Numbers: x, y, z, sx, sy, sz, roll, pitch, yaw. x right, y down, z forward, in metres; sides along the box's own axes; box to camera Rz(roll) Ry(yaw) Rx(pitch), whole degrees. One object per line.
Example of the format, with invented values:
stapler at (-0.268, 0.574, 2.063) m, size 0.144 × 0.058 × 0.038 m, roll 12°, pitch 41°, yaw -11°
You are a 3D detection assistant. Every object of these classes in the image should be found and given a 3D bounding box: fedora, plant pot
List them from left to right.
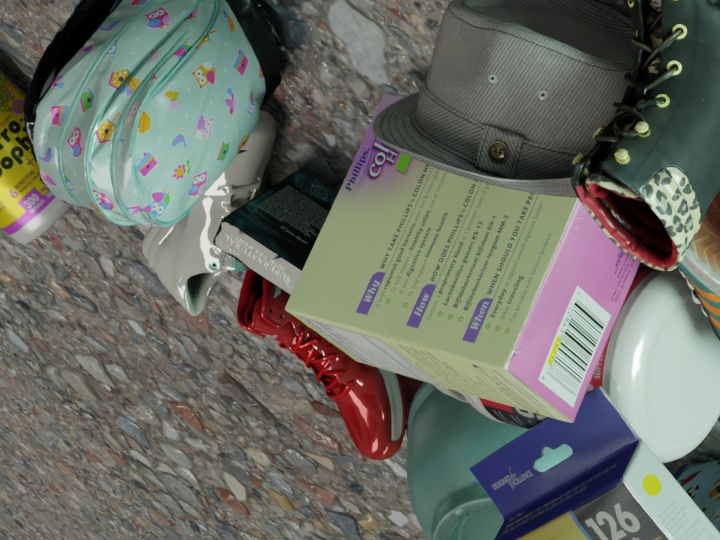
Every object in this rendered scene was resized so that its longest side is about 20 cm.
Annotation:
plant pot at (0.125, 0.180, 1.617) m, size 0.199 × 0.134 × 0.201 m, roll 7°, pitch 130°, yaw 9°
fedora at (0.109, -0.119, 1.250) m, size 0.200 × 0.177 × 0.091 m, roll 23°, pitch 122°, yaw 33°

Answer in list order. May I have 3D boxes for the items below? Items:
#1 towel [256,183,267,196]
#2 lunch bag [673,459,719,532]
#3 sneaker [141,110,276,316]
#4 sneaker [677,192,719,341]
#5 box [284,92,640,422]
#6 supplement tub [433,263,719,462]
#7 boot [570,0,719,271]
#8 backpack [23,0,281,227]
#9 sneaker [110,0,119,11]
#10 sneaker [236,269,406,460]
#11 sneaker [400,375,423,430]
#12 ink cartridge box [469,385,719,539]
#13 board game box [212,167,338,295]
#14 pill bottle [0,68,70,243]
towel at (-0.158, -0.094, 1.758) m, size 0.200 × 0.023 × 0.144 m, roll -1°, pitch 133°, yaw 52°
lunch bag at (0.271, 0.233, 1.534) m, size 0.124 × 0.200 × 0.170 m, roll 42°, pitch 155°, yaw -8°
sneaker at (-0.108, -0.044, 1.645) m, size 0.089 × 0.075 × 0.200 m, roll 62°, pitch 140°, yaw 28°
sneaker at (0.246, 0.009, 1.345) m, size 0.200 × 0.071 × 0.080 m, roll 41°, pitch 150°, yaw -9°
box at (0.079, -0.012, 1.384) m, size 0.200 × 0.176 × 0.097 m, roll 13°, pitch 164°, yaw 40°
supplement tub at (0.154, 0.051, 1.455) m, size 0.200 × 0.140 × 0.141 m, roll 12°, pitch 145°, yaw 42°
boot at (0.166, -0.116, 1.145) m, size 0.073 × 0.154 × 0.204 m, roll 3°, pitch 138°, yaw 50°
backpack at (-0.150, -0.128, 1.485) m, size 0.126 × 0.200 × 0.167 m, roll 16°, pitch 146°, yaw 38°
sneaker at (-0.183, -0.141, 1.615) m, size 0.078 × 0.089 × 0.200 m, roll 19°, pitch 142°, yaw 36°
sneaker at (-0.043, 0.069, 1.670) m, size 0.078 × 0.115 × 0.201 m, roll -35°, pitch 71°, yaw 49°
sneaker at (0.042, 0.088, 1.721) m, size 0.200 × 0.087 × 0.074 m, roll 34°, pitch 153°, yaw 9°
ink cartridge box at (0.170, 0.198, 1.409) m, size 0.200 × 0.047 × 0.198 m, roll 49°, pitch 147°, yaw 1°
board game box at (0.000, 0.000, 1.585) m, size 0.200 × 0.135 × 0.028 m, roll 33°, pitch 121°, yaw 12°
pill bottle at (-0.343, -0.127, 1.849) m, size 0.200 × 0.104 × 0.104 m, roll 45°, pitch 154°, yaw -15°
